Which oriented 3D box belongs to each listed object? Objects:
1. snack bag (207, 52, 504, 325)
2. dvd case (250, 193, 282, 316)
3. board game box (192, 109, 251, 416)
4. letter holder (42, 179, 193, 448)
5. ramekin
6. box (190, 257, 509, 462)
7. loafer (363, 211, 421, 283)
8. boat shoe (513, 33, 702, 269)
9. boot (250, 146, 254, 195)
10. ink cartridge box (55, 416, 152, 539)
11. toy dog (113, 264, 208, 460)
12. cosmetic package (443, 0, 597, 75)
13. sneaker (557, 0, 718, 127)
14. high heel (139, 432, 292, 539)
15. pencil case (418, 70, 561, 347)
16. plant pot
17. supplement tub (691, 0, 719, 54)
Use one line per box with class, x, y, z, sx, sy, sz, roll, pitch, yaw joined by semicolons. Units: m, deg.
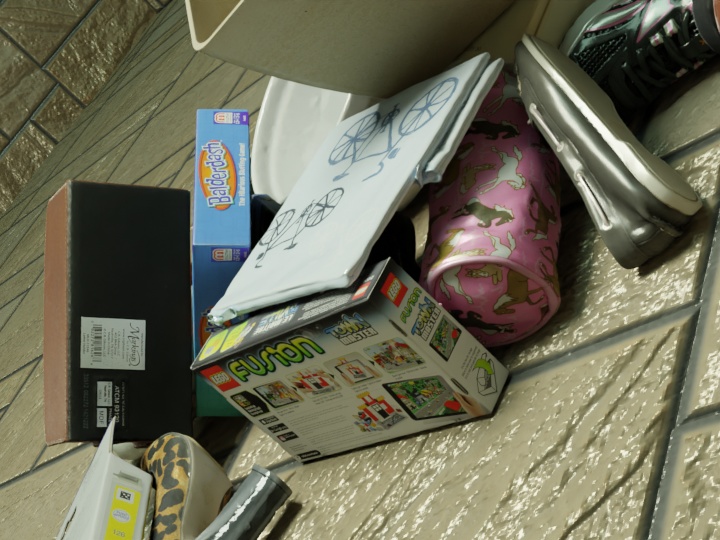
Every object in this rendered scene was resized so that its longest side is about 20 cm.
snack bag;-0.006;-0.049;0.861;0.188;0.021;0.200;-16;37;55
dvd case;-0.062;0.026;1.014;0.200;0.018;0.143;-141;51;-70
board game box;-0.110;-0.004;1.035;0.200;0.045;0.152;96;172;-45
letter holder;-0.207;0.042;1.053;0.142;0.100;0.200;-20;69;61
ramekin;-0.005;-0.133;1.130;0.200;0.105;0.200;-43;37;45
box;-0.013;0.064;0.834;0.200;0.110;0.035;-22;31;48
loafer;0.000;0.000;0.921;0.073;0.071;0.200;-44;21;14
boat shoe;0.136;-0.079;0.807;0.057;0.067;0.200;-52;40;22
boot;-0.046;-0.111;1.302;0.204;0.073;0.154;-48;22;1
ink cartridge box;-0.202;0.236;0.905;0.200;0.047;0.198;-90;26;-64
toy dog;-0.171;0.066;1.174;0.132;0.096;0.200;-22;31;50
cosmetic package;0.138;-0.224;0.943;0.103;0.073;0.200;11;78;54
sneaker;0.210;-0.164;0.876;0.200;0.080;0.086;-53;31;0
high heel;-0.144;0.190;0.917;0.143;0.071;0.200;-52;26;-22
pencil case;0.084;-0.044;0.846;0.086;0.083;0.200;-38;32;34
plant pot;0.004;-0.238;0.904;0.200;0.177;0.200;-43;41;27
supplement tub;0.263;-0.152;0.693;0.107;0.107;0.200;-49;20;-7
